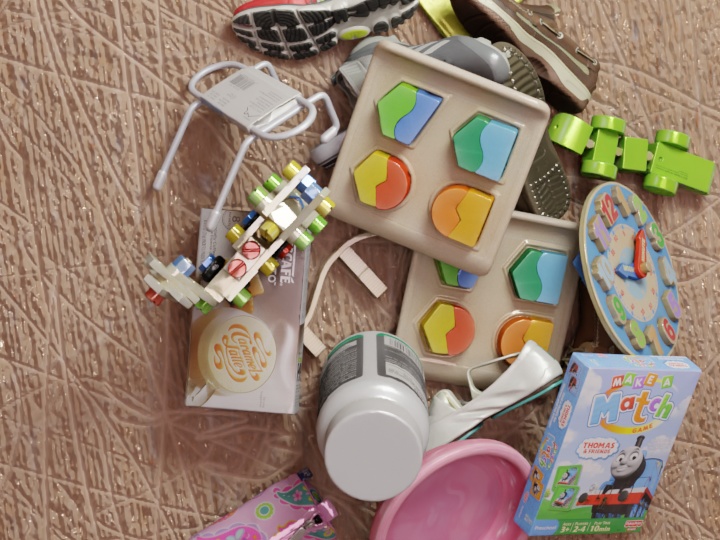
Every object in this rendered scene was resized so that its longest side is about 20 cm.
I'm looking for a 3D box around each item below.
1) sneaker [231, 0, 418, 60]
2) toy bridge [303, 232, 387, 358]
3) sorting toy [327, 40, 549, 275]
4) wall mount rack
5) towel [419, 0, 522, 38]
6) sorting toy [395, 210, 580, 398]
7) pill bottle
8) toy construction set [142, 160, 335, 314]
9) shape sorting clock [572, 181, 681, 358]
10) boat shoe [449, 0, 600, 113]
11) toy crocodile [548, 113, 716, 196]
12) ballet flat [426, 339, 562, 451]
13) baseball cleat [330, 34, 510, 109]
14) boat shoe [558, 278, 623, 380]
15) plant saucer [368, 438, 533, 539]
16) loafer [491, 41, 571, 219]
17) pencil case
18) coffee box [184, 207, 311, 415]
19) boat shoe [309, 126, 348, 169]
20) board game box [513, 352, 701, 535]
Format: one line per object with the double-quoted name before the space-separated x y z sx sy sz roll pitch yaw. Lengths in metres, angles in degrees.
"sneaker" -0.038 -0.281 1.737 0.199 0.077 0.085 -11 54 0
"toy bridge" 0.000 0.000 1.754 0.200 0.027 0.067 -44 97 -8
"sorting toy" 0.071 -0.107 1.655 0.184 0.036 0.201 22 116 6
"wall mount rack" -0.123 -0.134 1.670 0.173 0.200 0.075 -35 128 -17
"towel" 0.152 -0.329 1.801 0.200 0.018 0.086 -41 94 -10
"sorting toy" 0.137 0.033 1.751 0.184 0.036 0.201 10 104 -12
"pill bottle" 0.012 0.144 1.655 0.112 0.200 0.114 0 108 1
"toy construction set" -0.112 -0.019 1.584 0.200 0.131 0.092 -33 94 0
"shape sorting clock" 0.289 0.002 1.756 0.200 0.039 0.201 27 52 -42
"boat shoe" 0.179 -0.256 1.771 0.202 0.075 0.075 40 74 -28
"toy crocodile" 0.296 -0.124 1.809 0.199 0.062 0.068 12 86 -16
"ballet flat" 0.118 0.140 1.745 0.200 0.069 0.070 -34 96 11
"baseball cleat" 0.056 -0.192 1.691 0.106 0.199 0.070 -48 126 -30
"boat shoe" 0.252 0.108 1.784 0.073 0.076 0.201 -8 90 -9
"plant saucer" 0.090 0.256 1.721 0.200 0.051 0.201 -15 122 -24
"loafer" 0.159 -0.142 1.754 0.076 0.067 0.201 -28 107 -33
"pencil case" -0.118 0.289 1.696 0.199 0.087 0.088 -31 95 -10
"coffee box" -0.112 0.041 1.691 0.114 0.080 0.201 5 88 3
"boat shoe" 0.044 -0.142 1.751 0.199 0.070 0.067 -26 94 -20
"board game box" 0.256 0.182 1.724 0.151 0.037 0.201 3 114 -30
